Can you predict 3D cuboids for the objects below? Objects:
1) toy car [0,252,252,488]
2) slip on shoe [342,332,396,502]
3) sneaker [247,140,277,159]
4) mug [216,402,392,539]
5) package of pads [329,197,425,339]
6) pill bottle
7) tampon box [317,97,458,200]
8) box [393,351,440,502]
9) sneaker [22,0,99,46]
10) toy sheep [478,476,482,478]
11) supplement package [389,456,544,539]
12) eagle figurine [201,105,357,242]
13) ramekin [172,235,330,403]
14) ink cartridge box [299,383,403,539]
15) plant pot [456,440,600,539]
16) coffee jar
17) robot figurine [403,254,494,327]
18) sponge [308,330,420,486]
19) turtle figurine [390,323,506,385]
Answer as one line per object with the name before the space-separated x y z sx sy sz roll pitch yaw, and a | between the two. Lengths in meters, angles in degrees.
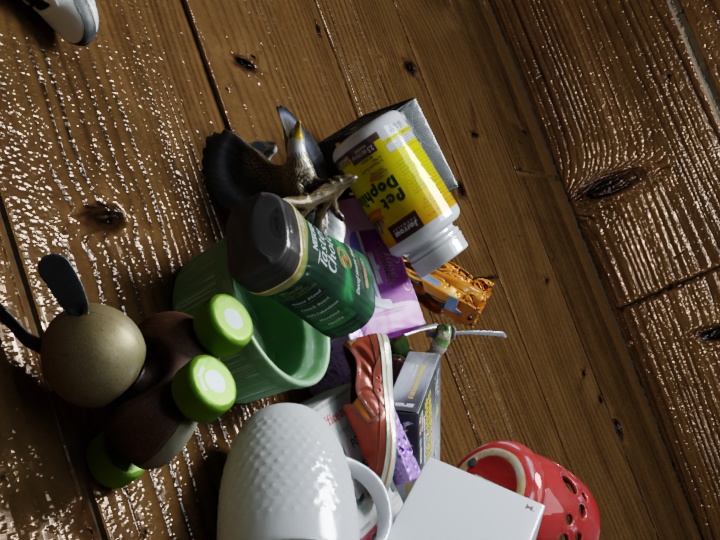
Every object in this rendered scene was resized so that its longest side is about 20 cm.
toy car | -0.226 0.068 0.924 0.199 0.163 0.159 40 32 -22
slip on shoe | 0.009 0.174 1.227 0.074 0.060 0.204 115 -28 -69
sneaker | -0.115 -0.080 1.368 0.072 0.071 0.204 58 13 -76
mug | -0.055 0.244 1.087 0.197 0.148 0.178 16 43 -23
package of pads | 0.000 0.000 1.377 0.119 0.075 0.204 -12 77 -36
pill bottle | 0.056 -0.096 1.342 0.202 0.108 0.109 57 24 -1
tampon box | 0.028 -0.153 1.566 0.152 0.125 0.199 61 -19 -12
box | 0.073 0.238 1.409 0.159 0.047 0.204 -56 148 -62
sneaker | -0.361 -0.315 1.095 0.201 0.073 0.081 50 42 -23
toy sheep | 0.142 0.380 1.416 0.138 0.136 0.202 48 49 -34
supplement package | 0.108 0.361 1.203 0.152 0.148 0.203 -52 156 -45
eagle figurine | -0.089 -0.120 1.296 0.150 0.153 0.199 27 3 -40
ramekin | -0.128 0.054 1.195 0.200 0.096 0.203 47 30 -37
ink cartridge box | -0.029 0.255 1.240 0.203 0.084 0.145 65 23 1
plant pot | 0.238 0.366 1.566 0.182 0.198 0.203 42 33 -37
coffee jar | -0.066 -0.004 1.151 0.199 0.084 0.106 33 39 -51
robot figurine | 0.091 0.005 1.491 0.197 0.059 0.145 29 21 7
sponge | -0.004 0.185 1.319 0.030 0.111 0.203 -20 87 -48
turtle figurine | 0.070 0.090 1.530 0.194 0.200 0.144 44 0 -30
